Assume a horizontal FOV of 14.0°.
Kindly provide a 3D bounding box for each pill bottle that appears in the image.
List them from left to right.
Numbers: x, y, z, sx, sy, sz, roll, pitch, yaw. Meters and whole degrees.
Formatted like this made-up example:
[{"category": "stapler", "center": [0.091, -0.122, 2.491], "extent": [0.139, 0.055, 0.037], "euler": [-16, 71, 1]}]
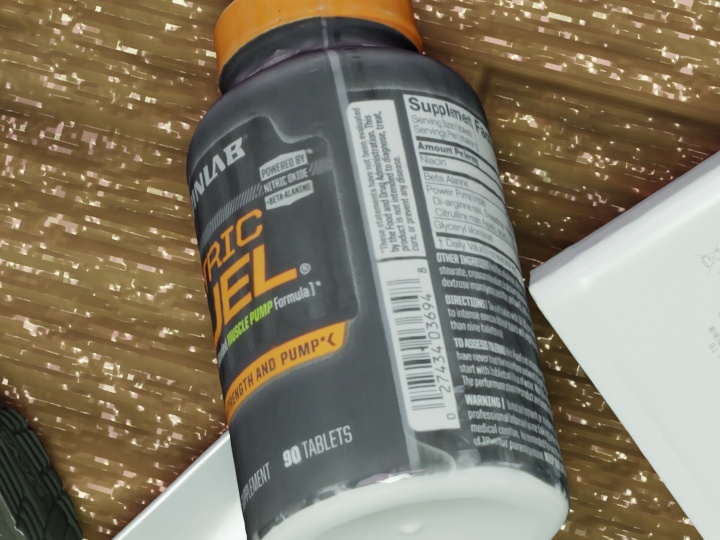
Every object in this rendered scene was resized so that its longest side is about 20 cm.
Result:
[{"category": "pill bottle", "center": [0.000, 0.000, 0.971], "extent": [0.106, 0.106, 0.201], "euler": [-15, 63, 9]}]

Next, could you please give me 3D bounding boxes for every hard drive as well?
[{"category": "hard drive", "center": [0.173, 0.002, 0.953], "extent": [0.200, 0.026, 0.132], "euler": [-33, 103, 14]}]

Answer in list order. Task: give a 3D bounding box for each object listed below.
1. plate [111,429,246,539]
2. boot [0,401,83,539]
[{"category": "plate", "center": [-0.030, 0.175, 1.007], "extent": [0.200, 0.032, 0.200], "euler": [-42, 78, 4]}, {"category": "boot", "center": [-0.194, 0.053, 1.037], "extent": [0.130, 0.068, 0.201], "euler": [-31, 74, 17]}]
